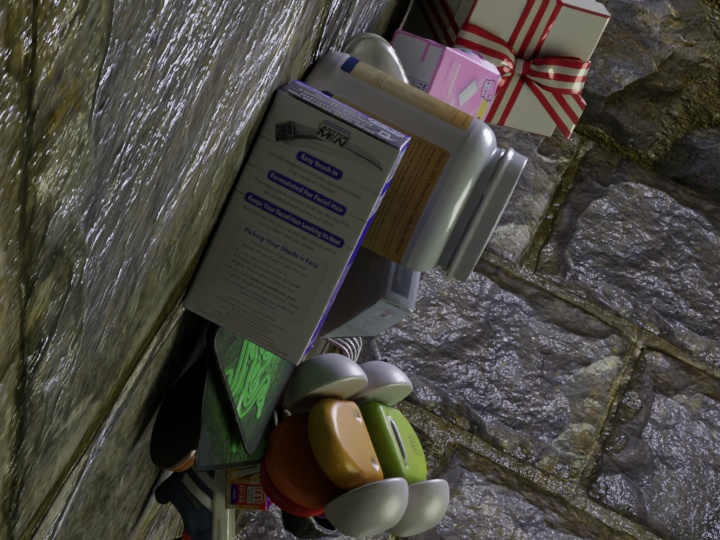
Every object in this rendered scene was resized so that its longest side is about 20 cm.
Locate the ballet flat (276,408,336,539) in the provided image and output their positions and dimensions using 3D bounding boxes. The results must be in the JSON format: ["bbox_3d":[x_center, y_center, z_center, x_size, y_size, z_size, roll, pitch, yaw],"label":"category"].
[{"bbox_3d":[-0.060,0.212,1.732,0.200,0.057,0.067,83,11,-47],"label":"ballet flat"}]

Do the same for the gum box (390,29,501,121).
[{"bbox_3d":[0.056,-0.134,1.627,0.113,0.066,0.200,14,100,-56],"label":"gum box"}]

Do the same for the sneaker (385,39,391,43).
[{"bbox_3d":[0.034,-0.180,1.803,0.072,0.080,0.200,-63,177,-19],"label":"sneaker"}]

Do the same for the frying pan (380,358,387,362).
[{"bbox_3d":[-0.039,0.178,1.812,0.190,0.031,0.115,-51,-168,44],"label":"frying pan"}]

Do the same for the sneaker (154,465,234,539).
[{"bbox_3d":[-0.178,0.214,1.767,0.075,0.084,0.201,40,52,-86],"label":"sneaker"}]

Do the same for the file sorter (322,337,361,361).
[{"bbox_3d":[-0.080,0.119,2.006,0.139,0.124,0.200,-63,177,5],"label":"file sorter"}]

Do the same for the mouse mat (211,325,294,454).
[{"bbox_3d":[-0.080,0.044,1.483,0.161,0.008,0.200,78,28,-44],"label":"mouse mat"}]

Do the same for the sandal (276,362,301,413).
[{"bbox_3d":[-0.059,0.132,1.765,0.200,0.054,0.081,89,3,-75],"label":"sandal"}]

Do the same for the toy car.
[{"bbox_3d":[-0.018,0.186,1.609,0.150,0.175,0.200,-30,159,24],"label":"toy car"}]

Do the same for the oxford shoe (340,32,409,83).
[{"bbox_3d":[0.024,-0.121,1.527,0.058,0.075,0.201,-144,-136,-72],"label":"oxford shoe"}]

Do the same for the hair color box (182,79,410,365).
[{"bbox_3d":[-0.052,-0.039,1.325,0.200,0.109,0.065,-64,177,19],"label":"hair color box"}]

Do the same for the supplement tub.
[{"bbox_3d":[0.030,-0.087,1.428,0.145,0.200,0.144,-63,177,-7],"label":"supplement tub"}]

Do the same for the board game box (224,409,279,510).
[{"bbox_3d":[-0.111,0.147,1.753,0.152,0.046,0.201,35,56,-87],"label":"board game box"}]

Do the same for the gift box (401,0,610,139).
[{"bbox_3d":[0.161,-0.253,1.858,0.187,0.184,0.200,-110,-147,-53],"label":"gift box"}]

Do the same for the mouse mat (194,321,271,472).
[{"bbox_3d":[-0.103,0.078,1.473,0.161,0.008,0.201,8,88,-70],"label":"mouse mat"}]

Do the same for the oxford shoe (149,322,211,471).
[{"bbox_3d":[-0.125,0.112,1.513,0.200,0.071,0.071,-60,136,-32],"label":"oxford shoe"}]

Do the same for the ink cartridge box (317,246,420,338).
[{"bbox_3d":[0.000,0.000,1.778,0.200,0.057,0.163,-38,-144,54],"label":"ink cartridge box"}]
